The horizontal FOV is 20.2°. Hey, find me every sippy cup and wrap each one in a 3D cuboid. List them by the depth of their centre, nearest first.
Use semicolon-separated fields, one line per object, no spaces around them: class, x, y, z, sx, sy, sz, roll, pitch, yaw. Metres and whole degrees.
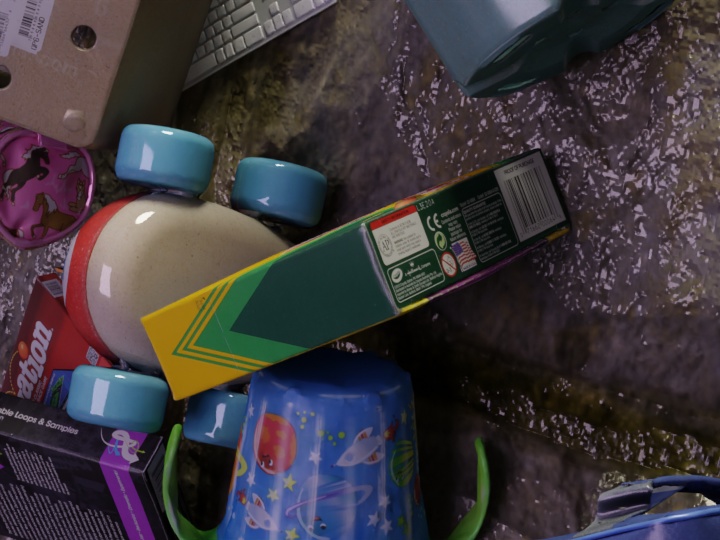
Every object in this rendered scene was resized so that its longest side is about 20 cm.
sippy cup;-0.020;0.120;1.223;0.139;0.177;0.131;23;114;48

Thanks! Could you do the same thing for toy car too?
toy car;-0.144;0.011;1.326;0.199;0.176;0.186;5;82;51

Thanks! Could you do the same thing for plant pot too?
plant pot;0.079;-0.216;1.132;0.200;0.200;0.197;-32;78;34
plant pot;-0.198;-0.183;1.285;0.199;0.177;0.201;20;111;-5

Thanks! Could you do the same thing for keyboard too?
keyboard;-0.095;-0.168;1.375;0.199;0.011;0.057;-25;75;36

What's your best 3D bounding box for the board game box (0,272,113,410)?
board game box;-0.222;0.110;1.443;0.103;0.019;0.201;46;130;30

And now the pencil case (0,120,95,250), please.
pencil case;-0.246;-0.070;1.406;0.200;0.082;0.087;24;139;63

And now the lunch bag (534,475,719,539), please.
lunch bag;0.171;0.173;1.042;0.135;0.199;0.133;-20;75;42

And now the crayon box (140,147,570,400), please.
crayon box;0.000;0.000;1.175;0.172;0.200;0.059;-21;92;36

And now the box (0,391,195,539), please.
box;-0.210;0.141;1.367;0.199;0.036;0.143;13;143;20
